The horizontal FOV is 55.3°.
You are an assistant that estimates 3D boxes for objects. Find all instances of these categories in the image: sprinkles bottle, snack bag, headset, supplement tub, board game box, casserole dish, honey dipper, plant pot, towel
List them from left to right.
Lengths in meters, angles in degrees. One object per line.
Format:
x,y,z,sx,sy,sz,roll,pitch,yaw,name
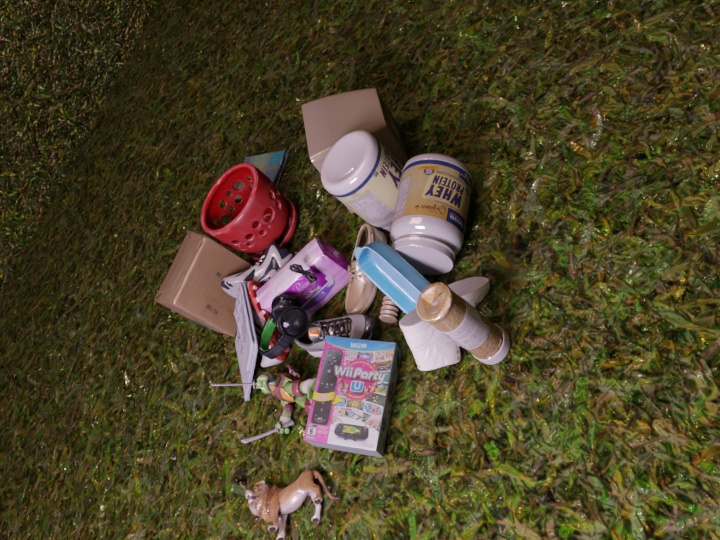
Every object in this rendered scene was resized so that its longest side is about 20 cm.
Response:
-0.263,0.161,1.550,0.190,0.021,0.202,-112,27,-42,snack bag
-0.266,-0.138,1.710,0.199,0.182,0.203,-25,49,32,plant pot
-0.289,-0.268,1.938,0.198,0.022,0.148,0,65,44,towel
-0.159,0.086,1.425,0.201,0.093,0.124,-54,26,7,headset
-0.013,0.233,1.287,0.145,0.064,0.203,3,66,20,board game box
-0.002,-0.292,1.559,0.175,0.200,0.202,-25,48,15,plant pot
0.028,-0.182,1.441,0.144,0.199,0.147,-23,51,32,supplement tub
0.074,0.009,1.403,0.038,0.038,0.202,-10,56,39,honey dipper
0.072,0.017,1.303,0.039,0.200,0.121,-44,-7,-21,casserole dish
0.136,-0.108,1.334,0.143,0.144,0.203,-8,60,40,supplement tub
0.172,0.090,1.129,0.068,0.199,0.069,-23,51,31,sprinkles bottle

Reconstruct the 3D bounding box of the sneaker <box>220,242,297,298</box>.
-0.232,-0.004,1.650,0.196,0.080,0.131,-10,47,18,sneaker

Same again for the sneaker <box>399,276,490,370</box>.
0.164,0.099,1.232,0.199,0.117,0.073,-30,21,-24,sneaker

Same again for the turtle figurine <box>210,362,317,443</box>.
-0.159,0.273,1.381,0.192,0.199,0.146,-2,98,38,turtle figurine

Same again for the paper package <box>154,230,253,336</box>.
-0.369,0.036,1.685,0.103,0.199,0.193,12,73,47,paper package

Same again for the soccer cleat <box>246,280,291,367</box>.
-0.226,0.121,1.556,0.085,0.068,0.202,-31,75,28,soccer cleat

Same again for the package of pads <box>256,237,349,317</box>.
-0.121,0.029,1.512,0.200,0.120,0.076,-42,42,17,package of pads

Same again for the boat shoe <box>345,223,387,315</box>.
0.000,0.000,1.454,0.072,0.065,0.203,1,68,44,boat shoe

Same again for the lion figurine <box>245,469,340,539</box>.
-0.129,0.431,1.314,0.198,0.073,0.123,-27,34,11,lion figurine

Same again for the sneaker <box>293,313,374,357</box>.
-0.055,0.132,1.409,0.198,0.079,0.075,-19,60,35,sneaker
